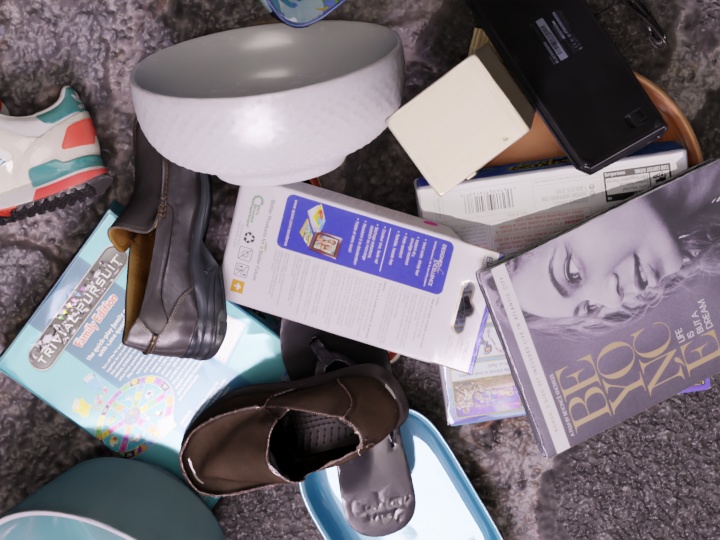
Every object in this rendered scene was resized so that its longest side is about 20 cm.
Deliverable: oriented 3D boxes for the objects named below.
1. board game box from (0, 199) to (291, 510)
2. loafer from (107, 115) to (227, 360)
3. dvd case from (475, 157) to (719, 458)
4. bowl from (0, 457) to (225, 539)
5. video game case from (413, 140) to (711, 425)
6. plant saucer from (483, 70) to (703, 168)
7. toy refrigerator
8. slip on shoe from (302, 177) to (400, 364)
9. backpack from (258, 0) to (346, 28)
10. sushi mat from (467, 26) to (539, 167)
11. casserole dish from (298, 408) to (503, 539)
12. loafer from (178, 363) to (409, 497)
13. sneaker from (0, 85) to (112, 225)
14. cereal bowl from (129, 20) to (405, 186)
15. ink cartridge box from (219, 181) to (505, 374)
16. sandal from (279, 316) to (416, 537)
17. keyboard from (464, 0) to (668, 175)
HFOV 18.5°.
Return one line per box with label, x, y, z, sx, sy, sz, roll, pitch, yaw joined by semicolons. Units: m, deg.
board game box;-0.153;0.067;1.687;0.200;0.047;0.151;37;99;-8
loafer;-0.148;-0.032;1.610;0.072;0.073;0.201;1;63;-27
dvd case;0.193;0.027;1.583;0.199;0.016;0.150;-25;107;-12
bowl;-0.179;0.219;1.670;0.199;0.105;0.202;14;133;16
video game case;0.149;0.009;1.626;0.198;0.045;0.183;-8;103;1
plant saucer;0.157;-0.061;1.651;0.198;0.037;0.202;0;104;-1
toy refrigerator;0.074;-0.104;1.519;0.076;0.200;0.070;-36;93;9
slip on shoe;-0.030;-0.009;1.664;0.074;0.061;0.201;-28;103;4
backpack;-0.037;-0.295;1.556;0.183;0.147;0.201;-35;97;4
sushi mat;0.109;-0.080;1.671;0.095;0.012;0.201;13;103;-3
casserole dish;0.035;0.192;1.721;0.121;0.039;0.201;-30;102;6
loafer;-0.061;0.121;1.611;0.199;0.071;0.073;-24;102;32
sneaker;-0.289;-0.080;1.653;0.198;0.070;0.094;-15;85;5
cereal bowl;-0.063;-0.114;1.571;0.198;0.200;0.084;-6;109;1
ink cartridge box;0.000;0.000;1.592;0.199;0.037;0.095;18;106;10
sandal;-0.002;0.107;1.655;0.076;0.043;0.201;-21;105;0
keyboard;0.158;-0.176;1.608;0.127;0.021;0.201;-28;77;-13
